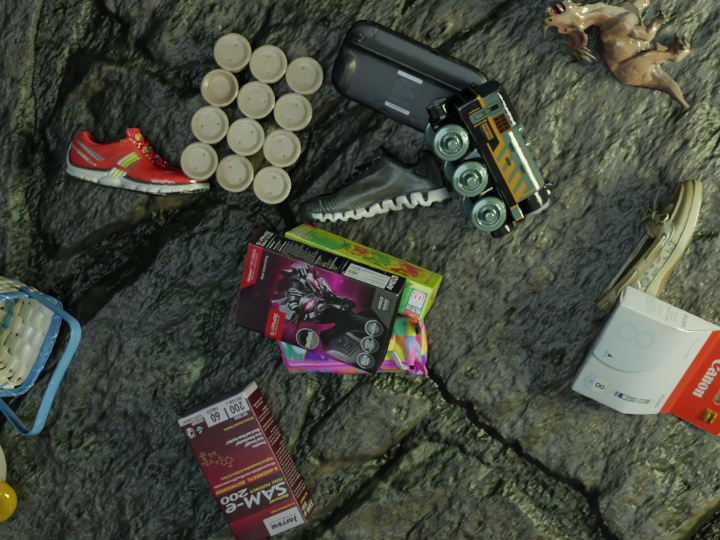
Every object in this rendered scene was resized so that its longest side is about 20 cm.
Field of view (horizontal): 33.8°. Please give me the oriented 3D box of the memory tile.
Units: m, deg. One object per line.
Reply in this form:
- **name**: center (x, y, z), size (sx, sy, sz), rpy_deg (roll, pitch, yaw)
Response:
- **memory tile**: center (-0.142, -0.198, 1.542), size (0.153, 0.017, 0.200), rpy_deg (17, 90, 2)

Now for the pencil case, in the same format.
- **pencil case**: center (-0.007, 0.097, 1.553), size (0.200, 0.088, 0.089), rpy_deg (0, 99, 13)

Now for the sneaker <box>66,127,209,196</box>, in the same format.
- **sneaker**: center (-0.296, -0.146, 1.576), size (0.200, 0.077, 0.085), rpy_deg (11, 92, 6)

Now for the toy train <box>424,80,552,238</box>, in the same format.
- **toy train**: center (0.160, -0.139, 1.474), size (0.114, 0.085, 0.200), rpy_deg (-28, 109, 5)

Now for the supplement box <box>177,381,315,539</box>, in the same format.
- **supplement box**: center (-0.156, 0.266, 1.624), size (0.109, 0.061, 0.200), rpy_deg (-25, 95, 13)

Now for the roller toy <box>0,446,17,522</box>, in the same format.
- **roller toy**: center (-0.601, 0.291, 1.670), size (0.200, 0.140, 0.183), rpy_deg (-9, 108, 8)

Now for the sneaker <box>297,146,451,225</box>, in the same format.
- **sneaker**: center (0.013, -0.112, 1.529), size (0.200, 0.066, 0.091), rpy_deg (-10, 95, 8)

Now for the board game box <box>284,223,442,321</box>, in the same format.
- **board game box**: center (0.000, 0.000, 1.529), size (0.200, 0.102, 0.048), rpy_deg (21, 102, 7)

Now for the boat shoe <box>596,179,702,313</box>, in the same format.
- **boat shoe**: center (0.362, -0.027, 1.472), size (0.063, 0.073, 0.200), rpy_deg (24, 104, 3)

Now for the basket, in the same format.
- **basket**: center (-0.467, 0.101, 1.603), size (0.200, 0.139, 0.177), rpy_deg (37, 106, 34)

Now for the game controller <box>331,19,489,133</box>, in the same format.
- **game controller**: center (0.062, -0.240, 1.515), size (0.200, 0.042, 0.104), rpy_deg (26, 117, 6)

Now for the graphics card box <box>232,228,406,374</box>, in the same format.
- **graphics card box**: center (-0.053, 0.039, 1.472), size (0.200, 0.051, 0.126), rpy_deg (19, 120, 7)

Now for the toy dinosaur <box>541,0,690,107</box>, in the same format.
- **toy dinosaur**: center (0.317, -0.272, 1.439), size (0.135, 0.086, 0.200), rpy_deg (-30, 109, 24)

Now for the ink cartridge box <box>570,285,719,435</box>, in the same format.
- **ink cartridge box**: center (0.384, 0.126, 1.474), size (0.200, 0.047, 0.160), rpy_deg (26, 130, 7)
